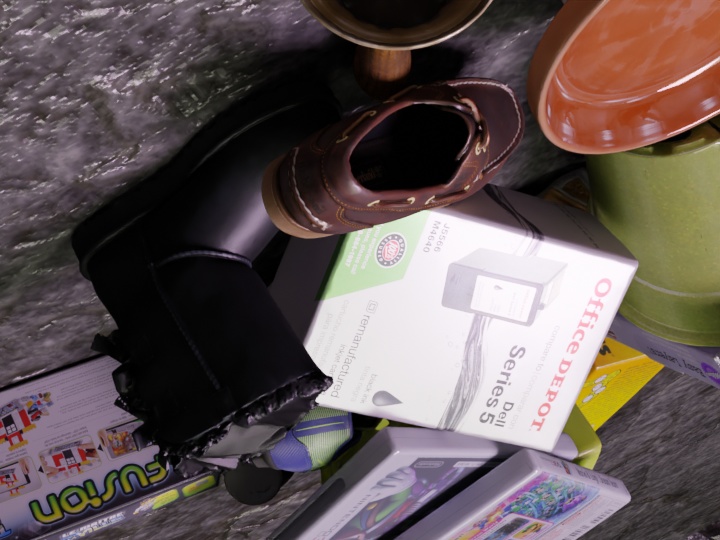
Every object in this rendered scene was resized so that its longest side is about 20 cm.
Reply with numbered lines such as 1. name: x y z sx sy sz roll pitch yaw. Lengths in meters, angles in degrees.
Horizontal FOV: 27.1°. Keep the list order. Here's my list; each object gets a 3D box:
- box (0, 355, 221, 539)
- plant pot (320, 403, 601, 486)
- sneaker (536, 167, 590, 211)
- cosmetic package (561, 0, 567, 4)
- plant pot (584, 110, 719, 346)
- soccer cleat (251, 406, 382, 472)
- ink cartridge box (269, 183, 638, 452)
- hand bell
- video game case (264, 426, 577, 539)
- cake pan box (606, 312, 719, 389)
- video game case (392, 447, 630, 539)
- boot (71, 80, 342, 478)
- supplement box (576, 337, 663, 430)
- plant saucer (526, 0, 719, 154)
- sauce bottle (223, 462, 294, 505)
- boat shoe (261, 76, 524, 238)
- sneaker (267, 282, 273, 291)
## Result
1. box: -0.205 0.127 0.999 0.200 0.110 0.035 -18 156 -20
2. plant pot: 0.054 0.138 1.220 0.200 0.182 0.199 -22 157 -16
3. sneaker: 0.137 -0.025 1.136 0.200 0.076 0.088 -12 167 -24
4. cosmetic package: 0.205 -0.195 0.832 0.200 0.071 0.101 -34 156 14
5. plant pot: 0.222 -0.078 0.981 0.200 0.200 0.190 -31 146 6
6. soccer cleat: -0.013 0.100 1.017 0.083 0.065 0.200 -10 179 14
7. ink cartridge box: 0.054 0.019 0.945 0.200 0.084 0.146 13 110 -24
8. hand bell: 0.015 -0.128 0.772 0.104 0.104 0.200 -25 169 -6
9. video game case: 0.030 0.169 1.020 0.200 0.023 0.182 8 135 -47
10. cake pan box: 0.279 -0.007 1.116 0.184 0.200 0.052 -47 115 -6
11. video game case: 0.080 0.200 1.066 0.200 0.024 0.182 -38 151 16
12. boot: -0.065 0.009 0.840 0.198 0.163 0.073 -34 154 11
13. supplement box: 0.173 0.084 1.332 0.109 0.109 0.200 -11 152 -35
14. plant saucer: 0.177 -0.137 0.793 0.200 0.032 0.200 -22 155 -11
15. sauce bottle: -0.074 0.127 1.102 0.065 0.065 0.200 -28 -175 0
16. boat shoe: 0.036 -0.067 0.829 0.070 0.071 0.200 -24 -176 45
17. sneaker: 0.000 0.000 1.033 0.200 0.071 0.099 -39 174 1
